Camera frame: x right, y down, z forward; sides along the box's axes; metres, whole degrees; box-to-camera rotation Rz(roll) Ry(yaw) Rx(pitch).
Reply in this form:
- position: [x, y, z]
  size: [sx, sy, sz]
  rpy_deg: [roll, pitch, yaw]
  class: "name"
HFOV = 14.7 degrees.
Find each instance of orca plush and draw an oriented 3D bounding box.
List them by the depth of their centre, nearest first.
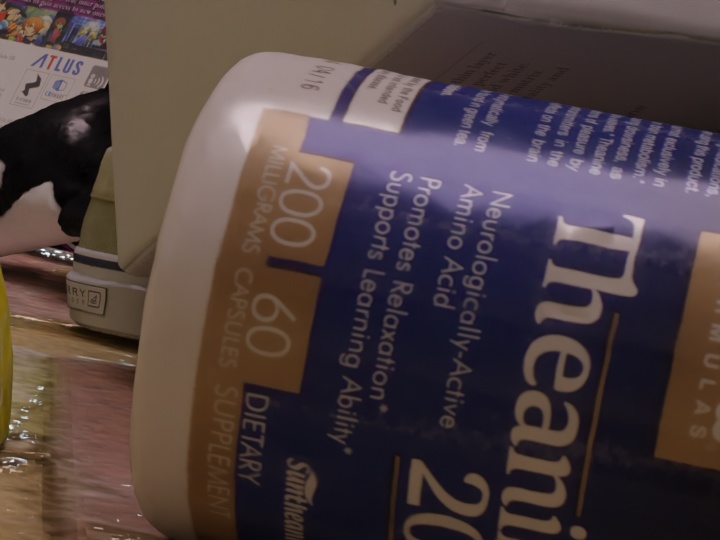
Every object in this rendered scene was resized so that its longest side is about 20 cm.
- position: [-0.063, -0.059, 0.981]
  size: [0.200, 0.071, 0.105]
  rpy_deg: [-10, 12, 36]
  class: "orca plush"

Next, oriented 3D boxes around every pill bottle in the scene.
- position: [0.059, 0.024, 0.601]
  size: [0.199, 0.111, 0.111]
  rpy_deg: [11, 6, 9]
  class: "pill bottle"

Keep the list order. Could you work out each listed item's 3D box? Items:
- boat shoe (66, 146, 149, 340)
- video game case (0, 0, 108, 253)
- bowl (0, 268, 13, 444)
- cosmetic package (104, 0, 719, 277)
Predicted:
- position: [0.000, 0.000, 0.934]
  size: [0.200, 0.062, 0.072]
  rpy_deg: [7, 7, -29]
  class: "boat shoe"
- position: [-0.062, -0.084, 1.100]
  size: [0.200, 0.182, 0.036]
  rpy_deg: [13, -23, 27]
  class: "video game case"
- position: [-0.176, -0.027, 0.682]
  size: [0.200, 0.108, 0.200]
  rpy_deg: [10, 6, -1]
  class: "bowl"
- position: [0.054, -0.078, 0.805]
  size: [0.200, 0.123, 0.199]
  rpy_deg: [4, -21, -28]
  class: "cosmetic package"
